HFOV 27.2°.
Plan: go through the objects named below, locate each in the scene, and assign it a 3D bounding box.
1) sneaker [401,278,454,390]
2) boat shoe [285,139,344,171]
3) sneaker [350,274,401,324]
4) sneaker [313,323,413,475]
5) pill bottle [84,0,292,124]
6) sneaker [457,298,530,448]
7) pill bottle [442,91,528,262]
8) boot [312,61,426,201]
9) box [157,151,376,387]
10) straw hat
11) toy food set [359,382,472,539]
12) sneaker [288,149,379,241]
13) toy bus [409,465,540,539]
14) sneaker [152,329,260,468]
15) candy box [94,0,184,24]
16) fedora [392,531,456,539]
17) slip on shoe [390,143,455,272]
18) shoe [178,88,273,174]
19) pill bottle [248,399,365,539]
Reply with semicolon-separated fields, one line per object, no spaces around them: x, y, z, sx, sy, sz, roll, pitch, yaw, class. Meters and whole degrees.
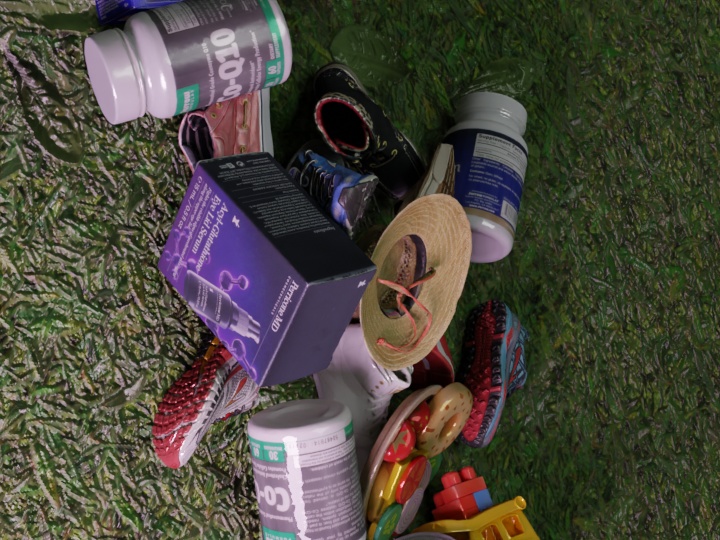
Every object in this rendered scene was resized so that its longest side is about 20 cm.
0.089;0.060;1.796;0.201;0.078;0.116;79;28;-53;sneaker
-0.075;-0.066;1.724;0.074;0.065;0.203;30;55;-21;boat shoe
0.000;0.000;1.742;0.200;0.071;0.113;62;39;-53;sneaker
0.014;0.155;1.716;0.073;0.115;0.201;-26;101;-46;sneaker
-0.182;-0.227;1.573;0.199;0.113;0.114;-20;95;-19;pill bottle
0.181;0.141;1.910;0.095;0.079;0.201;35;58;-36;sneaker
0.154;-0.121;1.917;0.115;0.115;0.201;31;60;-36;pill bottle
0.010;-0.144;1.760;0.204;0.073;0.154;53;12;-15;boot
-0.100;-0.004;1.555;0.104;0.149;0.200;-13;49;-44;box
0.031;0.001;1.630;0.200;0.085;0.202;-26;127;-41;straw hat
0.057;0.225;1.725;0.200;0.048;0.199;-14;127;-65;toy food set
-0.038;-0.082;1.614;0.089;0.200;0.079;22;90;-11;sneaker
0.124;0.340;1.782;0.199;0.135;0.193;-15;79;-43;toy bus
-0.148;0.134;1.588;0.082;0.078;0.200;52;50;-24;sneaker
-0.223;-0.379;1.631;0.168;0.077;0.202;-12;91;-44;candy box
0.056;0.380;1.645;0.090;0.176;0.201;48;28;-61;fedora
0.069;-0.075;1.752;0.076;0.060;0.201;78;23;-50;slip on shoe
-0.154;-0.190;1.660;0.091;0.071;0.202;-5;88;-48;shoe
-0.054;0.250;1.603;0.113;0.113;0.202;-19;106;-45;pill bottle
